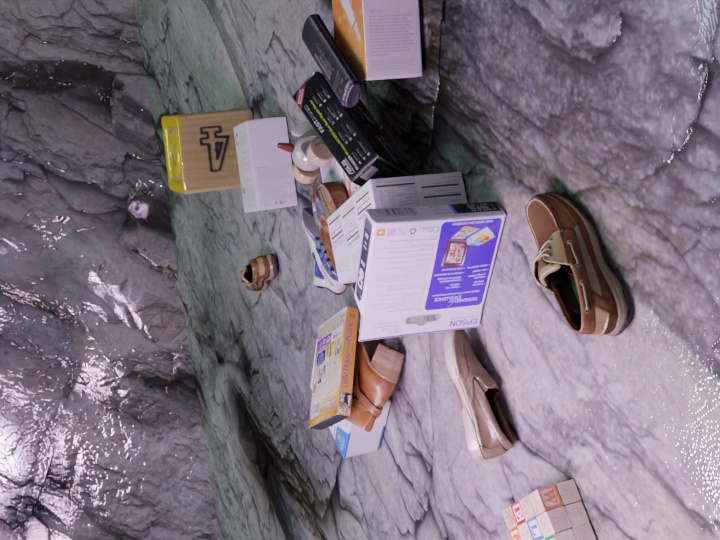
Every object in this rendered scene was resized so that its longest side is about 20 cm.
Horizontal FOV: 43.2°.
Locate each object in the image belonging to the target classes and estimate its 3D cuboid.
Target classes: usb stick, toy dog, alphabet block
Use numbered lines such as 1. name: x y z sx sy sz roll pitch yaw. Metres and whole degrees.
1. usb stick: -0.046 -0.329 1.419 0.201 0.032 0.056 63 145 39
2. toy dog: -0.095 -0.254 1.666 0.132 0.096 0.201 -54 20 32
3. alphabet block: -0.386 -0.308 2.332 0.195 0.198 0.199 -164 66 -66

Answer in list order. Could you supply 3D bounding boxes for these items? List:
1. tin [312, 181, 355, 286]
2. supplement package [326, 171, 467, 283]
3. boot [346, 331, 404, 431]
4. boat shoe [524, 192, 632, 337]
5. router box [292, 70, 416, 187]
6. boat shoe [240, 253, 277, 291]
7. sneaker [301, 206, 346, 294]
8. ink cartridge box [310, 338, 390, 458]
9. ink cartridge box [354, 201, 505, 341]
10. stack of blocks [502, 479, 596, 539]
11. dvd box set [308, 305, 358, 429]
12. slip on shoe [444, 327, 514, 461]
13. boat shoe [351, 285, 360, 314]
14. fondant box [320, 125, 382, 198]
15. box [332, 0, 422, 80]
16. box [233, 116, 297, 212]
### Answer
1. tin: -0.035 -0.068 1.633 0.112 0.041 0.202 112 139 -60
2. supplement package: 0.058 -0.062 1.395 0.200 0.154 0.112 147 114 -66
3. boot: -0.003 0.200 1.682 0.199 0.076 0.157 22 89 52
4. boat shoe: 0.243 -0.009 1.072 0.076 0.073 0.201 108 146 -48
5. router box: -0.007 -0.212 1.462 0.062 0.149 0.201 -42 63 17
6. boat shoe: -0.270 0.006 2.308 0.200 0.073 0.077 138 120 -64
7. sneaker: -0.073 -0.028 1.828 0.201 0.080 0.116 64 150 33
8. ink cartridge box: -0.025 0.244 1.806 0.201 0.083 0.146 -121 31 -44
9. ink cartridge box: 0.092 0.001 1.283 0.044 0.196 0.202 -119 30 -51
10. stack of blocks: 0.265 0.390 1.185 0.115 0.058 0.202 122 135 -58
11. dvd box set: -0.049 0.181 1.673 0.146 0.029 0.202 140 139 -60
12. slip on shoe: 0.174 0.174 1.334 0.060 0.076 0.202 -22 64 27
13. boat shoe: 0.000 0.000 1.695 0.057 0.066 0.201 -50 55 37
14. fondant box: -0.009 -0.162 1.652 0.200 0.058 0.146 158 102 -68
15. box: 0.023 -0.400 1.413 0.124 0.096 0.203 -159 63 -65
16. box: -0.219 -0.240 2.083 0.124 0.096 0.203 -176 78 -68
